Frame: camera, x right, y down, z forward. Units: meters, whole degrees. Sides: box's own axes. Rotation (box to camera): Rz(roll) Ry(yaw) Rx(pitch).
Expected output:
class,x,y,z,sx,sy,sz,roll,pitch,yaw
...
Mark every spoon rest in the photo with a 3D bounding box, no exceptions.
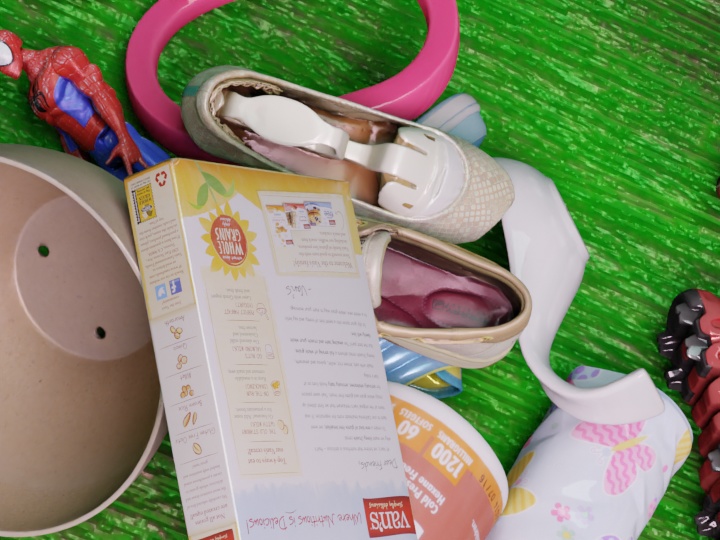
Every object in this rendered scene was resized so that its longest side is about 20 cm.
class,x,y,z,sx,sy,sz,roll,pitch,yaw
spoon rest,0.111,0.013,1.332,0.060,0.099,0.200,-28,45,5

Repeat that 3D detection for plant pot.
class,x,y,z,sx,sy,sz,roll,pitch,yaw
plant pot,-0.166,0.021,1.205,0.200,0.200,0.134,48,25,1

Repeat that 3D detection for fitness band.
class,x,y,z,sx,sy,sz,roll,pitch,yaw
fitness band,-0.040,-0.131,1.346,0.199,0.037,0.144,-18,61,-9

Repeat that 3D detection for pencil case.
class,x,y,z,sx,sy,sz,roll,pitch,yaw
pencil case,0.116,0.152,1.309,0.091,0.083,0.200,37,61,-11

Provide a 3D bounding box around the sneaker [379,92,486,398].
class,x,y,z,sx,sy,sz,roll,pitch,yaw
sneaker,0.035,-0.001,1.341,0.131,0.080,0.200,44,67,-2

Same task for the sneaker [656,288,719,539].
class,x,y,z,sx,sy,sz,roll,pitch,yaw
sneaker,0.241,0.104,1.355,0.097,0.071,0.201,-3,67,-12

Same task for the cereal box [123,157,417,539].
class,x,y,z,sx,sy,sz,roll,pitch,yaw
cereal box,-0.042,0.050,1.138,0.144,0.039,0.201,7,69,-53

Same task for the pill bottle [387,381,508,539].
class,x,y,z,sx,sy,sz,roll,pitch,yaw
pill bottle,-0.014,0.165,1.235,0.112,0.112,0.200,39,61,-4

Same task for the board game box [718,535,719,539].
class,x,y,z,sx,sy,sz,roll,pitch,yaw
board game box,0.307,0.163,1.412,0.199,0.030,0.096,19,64,-16

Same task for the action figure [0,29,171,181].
class,x,y,z,sx,sy,sz,roll,pitch,yaw
action figure,-0.135,-0.064,1.302,0.200,0.065,0.052,44,57,-3

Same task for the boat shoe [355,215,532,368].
class,x,y,z,sx,sy,sz,roll,pitch,yaw
boat shoe,0.000,0.000,1.251,0.199,0.066,0.074,11,71,-14

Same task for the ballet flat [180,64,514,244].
class,x,y,z,sx,sy,sz,roll,pitch,yaw
ballet flat,-0.004,-0.061,1.269,0.199,0.062,0.068,16,85,-11

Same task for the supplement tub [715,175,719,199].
class,x,y,z,sx,sy,sz,roll,pitch,yaw
supplement tub,0.321,-0.010,1.440,0.107,0.107,0.200,-38,88,-29
